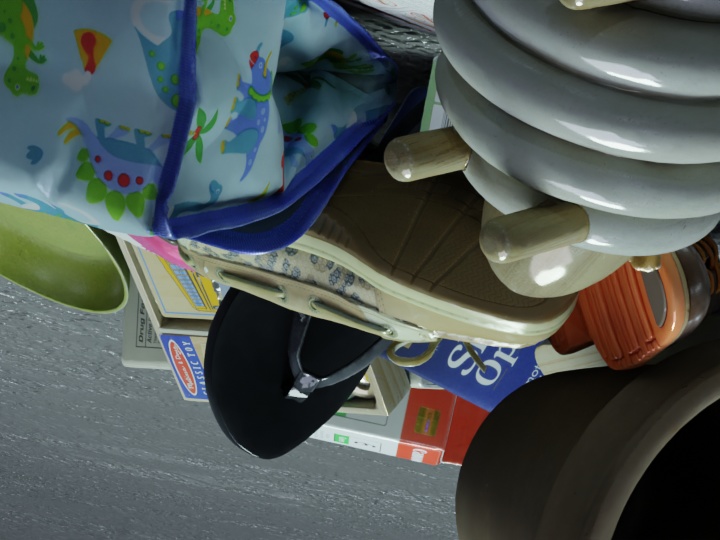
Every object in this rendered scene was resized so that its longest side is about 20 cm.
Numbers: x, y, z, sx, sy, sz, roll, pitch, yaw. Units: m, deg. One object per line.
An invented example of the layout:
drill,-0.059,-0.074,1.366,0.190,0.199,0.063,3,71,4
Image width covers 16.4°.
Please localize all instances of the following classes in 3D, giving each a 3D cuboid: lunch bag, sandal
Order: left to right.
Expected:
lunch bag,-0.097,-0.083,1.021,0.169,0.128,0.200,15,-166,21
sandal,0.000,-0.001,1.123,0.076,0.200,0.043,35,-174,-24

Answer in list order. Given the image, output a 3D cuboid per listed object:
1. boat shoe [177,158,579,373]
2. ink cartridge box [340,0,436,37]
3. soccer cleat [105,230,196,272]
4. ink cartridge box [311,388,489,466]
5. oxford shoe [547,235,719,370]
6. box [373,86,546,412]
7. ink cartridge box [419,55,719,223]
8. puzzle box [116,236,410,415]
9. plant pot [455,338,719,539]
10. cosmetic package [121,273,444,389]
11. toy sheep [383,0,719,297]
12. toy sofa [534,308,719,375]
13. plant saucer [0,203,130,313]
boat shoe,0.004,-0.007,1.063,0.199,0.073,0.063,22,136,28
ink cartridge box,0.036,-0.119,0.972,0.160,0.050,0.200,19,-177,-22
soccer cleat,-0.119,-0.055,1.169,0.199,0.070,0.086,27,172,1
ink cartridge box,0.025,0.050,1.441,0.199,0.110,0.050,12,166,3
oxford shoe,0.123,-0.002,1.056,0.072,0.072,0.200,-15,-177,-7
box,0.065,0.002,1.210,0.200,0.122,0.032,28,-174,-43
ink cartridge box,0.142,-0.044,1.056,0.145,0.048,0.199,15,-175,44
puzzle box,-0.064,-0.018,1.217,0.132,0.025,0.201,2,126,36
plant pot,0.133,0.115,1.089,0.199,0.201,0.174,21,179,-29
cosmetic package,-0.027,0.007,1.317,0.199,0.104,0.073,4,180,37
toy sheep,0.084,-0.077,0.819,0.137,0.138,0.201,15,123,-7
toy sofa,0.184,0.047,1.177,0.083,0.098,0.200,-32,-171,-39
plant saucer,-0.199,-0.050,1.327,0.199,0.031,0.200,30,159,12
